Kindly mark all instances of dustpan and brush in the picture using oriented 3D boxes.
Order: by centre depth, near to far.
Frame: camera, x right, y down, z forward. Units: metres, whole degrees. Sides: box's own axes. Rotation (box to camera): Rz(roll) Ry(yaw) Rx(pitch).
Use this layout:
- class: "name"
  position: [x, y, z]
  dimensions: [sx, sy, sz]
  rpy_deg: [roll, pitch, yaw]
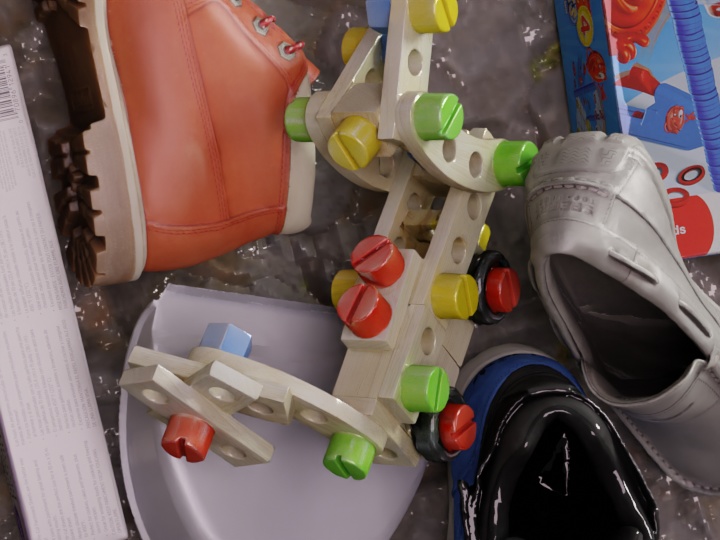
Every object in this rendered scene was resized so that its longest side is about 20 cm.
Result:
- class: "dustpan and brush"
  position: [-0.041, 0.114, 1.019]
  dimensions: [0.139, 0.057, 0.200]
  rpy_deg: [9, 81, -27]

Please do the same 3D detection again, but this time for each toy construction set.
- class: "toy construction set"
  position: [0.000, 0.000, 0.963]
  dimensions: [0.200, 0.092, 0.131]
  rpy_deg: [-58, 139, -17]

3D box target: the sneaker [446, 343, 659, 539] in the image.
- class: "sneaker"
  position: [0.073, 0.135, 1.004]
  dimensions: [0.077, 0.111, 0.200]
  rpy_deg: [-2, 97, -7]

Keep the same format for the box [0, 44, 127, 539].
- class: "box"
  position: [-0.135, 0.012, 0.994]
  dimensions: [0.041, 0.039, 0.200]
  rpy_deg: [-15, 93, -14]

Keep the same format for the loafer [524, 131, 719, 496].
- class: "loafer"
  position: [0.112, 0.031, 1.012]
  dimensions: [0.200, 0.070, 0.070]
  rpy_deg: [56, 39, -39]

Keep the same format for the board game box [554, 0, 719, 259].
- class: "board game box"
  position: [0.184, -0.111, 1.076]
  dimensions: [0.200, 0.056, 0.196]
  rpy_deg: [-9, 92, -15]

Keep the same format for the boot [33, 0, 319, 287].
- class: "boot"
  position: [-0.072, -0.100, 1.001]
  dimensions: [0.107, 0.075, 0.200]
  rpy_deg: [-9, 100, -19]
